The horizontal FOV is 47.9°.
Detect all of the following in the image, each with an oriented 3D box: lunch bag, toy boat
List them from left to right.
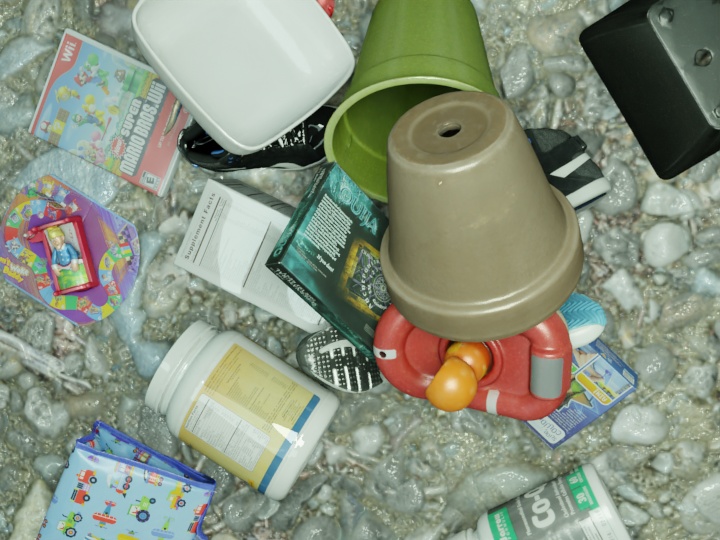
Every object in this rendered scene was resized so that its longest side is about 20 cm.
[{"bbox_3d":[-0.289,0.311,1.044,0.199,0.094,0.152,24,96,-3],"label":"lunch bag"},{"bbox_3d":[0.101,0.091,0.798,0.198,0.131,0.132,8,116,27],"label":"toy boat"}]

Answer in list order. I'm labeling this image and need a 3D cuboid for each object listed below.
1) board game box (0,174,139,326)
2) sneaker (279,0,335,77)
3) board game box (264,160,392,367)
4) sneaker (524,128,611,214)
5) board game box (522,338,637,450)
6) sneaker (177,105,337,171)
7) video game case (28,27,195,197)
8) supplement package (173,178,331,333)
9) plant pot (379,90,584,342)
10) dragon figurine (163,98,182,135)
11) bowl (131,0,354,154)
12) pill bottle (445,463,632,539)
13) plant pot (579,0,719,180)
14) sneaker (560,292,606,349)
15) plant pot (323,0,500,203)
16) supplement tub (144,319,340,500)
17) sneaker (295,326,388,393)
[{"bbox_3d":[-0.387,-0.022,1.044,0.199,0.039,0.159,31,99,5],"label":"board game box"},{"bbox_3d":[-0.044,-0.287,0.960,0.115,0.078,0.200,44,112,-6],"label":"sneaker"},{"bbox_3d":[0.000,0.000,0.871,0.200,0.028,0.136,45,57,-31],"label":"board game box"},{"bbox_3d":[0.173,-0.093,0.916,0.199,0.073,0.113,-23,73,-17],"label":"sneaker"},{"bbox_3d":[0.199,0.098,0.938,0.200,0.034,0.135,44,122,0],"label":"board game box"},{"bbox_3d":[-0.114,-0.150,0.946,0.198,0.112,0.074,-10,94,10],"label":"sneaker"},{"bbox_3d":[-0.309,-0.200,1.028,0.199,0.017,0.144,26,99,6],"label":"video game case"},{"bbox_3d":[-0.099,-0.019,0.964,0.199,0.110,0.115,26,99,5],"label":"supplement package"},{"bbox_3d":[0.099,-0.065,0.752,0.198,0.201,0.175,-13,132,10],"label":"plant pot"},{"bbox_3d":[-0.190,-0.257,0.955,0.058,0.099,0.202,-3,87,28],"label":"dragon figurine"},{"bbox_3d":[-0.129,-0.234,0.875,0.200,0.075,0.200,49,63,-7],"label":"bowl"},{"bbox_3d":[0.207,0.318,0.946,0.199,0.113,0.114,-29,90,10],"label":"pill bottle"},{"bbox_3d":[0.370,-0.228,0.839,0.199,0.177,0.201,-31,91,11],"label":"plant pot"},{"bbox_3d":[0.182,0.088,0.884,0.199,0.077,0.081,-27,110,36],"label":"sneaker"},{"bbox_3d":[0.067,-0.203,0.875,0.198,0.201,0.191,-1,57,9],"label":"plant pot"},{"bbox_3d":[-0.140,0.163,0.971,0.199,0.145,0.145,31,99,5],"label":"supplement tub"},{"bbox_3d":[-0.005,0.105,0.926,0.080,0.199,0.075,-12,75,40],"label":"sneaker"}]
